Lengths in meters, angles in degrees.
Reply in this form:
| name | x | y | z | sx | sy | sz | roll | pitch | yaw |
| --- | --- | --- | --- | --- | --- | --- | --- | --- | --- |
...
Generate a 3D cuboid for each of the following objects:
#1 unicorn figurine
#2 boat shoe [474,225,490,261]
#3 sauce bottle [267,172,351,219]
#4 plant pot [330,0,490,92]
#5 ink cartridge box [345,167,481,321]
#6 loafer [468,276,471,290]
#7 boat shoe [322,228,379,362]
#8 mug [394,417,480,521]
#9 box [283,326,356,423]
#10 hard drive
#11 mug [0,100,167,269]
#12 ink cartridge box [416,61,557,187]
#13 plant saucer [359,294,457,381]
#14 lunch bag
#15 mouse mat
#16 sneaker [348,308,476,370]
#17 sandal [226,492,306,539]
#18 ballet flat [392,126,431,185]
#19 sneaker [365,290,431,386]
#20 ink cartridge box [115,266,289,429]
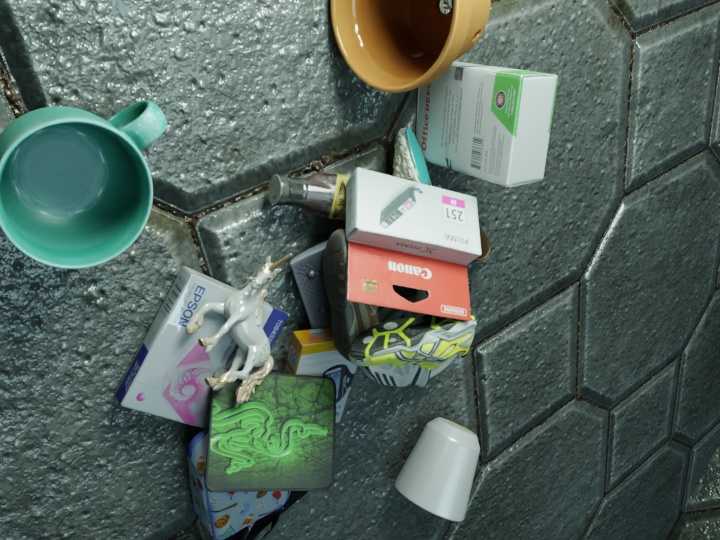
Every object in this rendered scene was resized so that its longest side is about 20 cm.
| name | x | y | z | sx | sy | sz | roll | pitch | yaw |
| --- | --- | --- | --- | --- | --- | --- | --- | --- | --- |
| unicorn figurine | -0.158 | 0.074 | 0.838 | 0.136 | 0.073 | 0.204 | -35 | 140 | -35 |
| boat shoe | 0.167 | -0.066 | 1.063 | 0.199 | 0.067 | 0.073 | 35 | 88 | -41 |
| sauce bottle | -0.038 | -0.105 | 0.896 | 0.196 | 0.066 | 0.068 | -1 | 111 | -36 |
| plant pot | 0.076 | -0.342 | 0.807 | 0.139 | 0.197 | 0.205 | -25 | 125 | -45 |
| ink cartridge box | 0.075 | -0.034 | 0.854 | 0.195 | 0.044 | 0.178 | 10 | 63 | -22 |
| loafer | 0.098 | -0.019 | 1.035 | 0.073 | 0.071 | 0.200 | -47 | 113 | -5 |
| boat shoe | -0.007 | 0.032 | 0.902 | 0.070 | 0.075 | 0.205 | -18 | 120 | -25 |
| mug | 0.156 | 0.374 | 1.229 | 0.146 | 0.186 | 0.156 | 23 | 87 | -8 |
| box | -0.070 | 0.183 | 0.999 | 0.117 | 0.042 | 0.204 | -4 | 125 | -35 |
| hard drive | 0.000 | 0.000 | 0.948 | 0.195 | 0.043 | 0.137 | -19 | 122 | -4 |
| mug | -0.298 | -0.097 | 0.672 | 0.182 | 0.114 | 0.156 | -16 | 119 | -31 |
| ink cartridge box | 0.175 | -0.221 | 0.916 | 0.083 | 0.199 | 0.150 | -14 | 118 | -33 |
| plant saucer | 0.082 | 0.107 | 1.064 | 0.194 | 0.051 | 0.204 | -8 | 127 | -10 |
| lunch bag | -0.176 | 0.306 | 0.951 | 0.158 | 0.075 | 0.204 | -23 | 134 | -32 |
| mouse mat | -0.121 | 0.229 | 0.894 | 0.196 | 0.007 | 0.166 | 9 | 73 | -28 |
| sneaker | 0.079 | 0.110 | 0.887 | 0.195 | 0.075 | 0.078 | -11 | 114 | -16 |
| sandal | -0.161 | 0.405 | 1.043 | 0.199 | 0.043 | 0.077 | -39 | 128 | -17 |
| ballet flat | 0.083 | -0.113 | 0.952 | 0.071 | 0.071 | 0.204 | -24 | 92 | -25 |
| sneaker | 0.061 | 0.113 | 0.983 | 0.112 | 0.076 | 0.204 | -4 | 128 | -14 |
| ink cartridge box | -0.209 | 0.121 | 0.884 | 0.198 | 0.043 | 0.200 | 27 | 92 | -39 |
